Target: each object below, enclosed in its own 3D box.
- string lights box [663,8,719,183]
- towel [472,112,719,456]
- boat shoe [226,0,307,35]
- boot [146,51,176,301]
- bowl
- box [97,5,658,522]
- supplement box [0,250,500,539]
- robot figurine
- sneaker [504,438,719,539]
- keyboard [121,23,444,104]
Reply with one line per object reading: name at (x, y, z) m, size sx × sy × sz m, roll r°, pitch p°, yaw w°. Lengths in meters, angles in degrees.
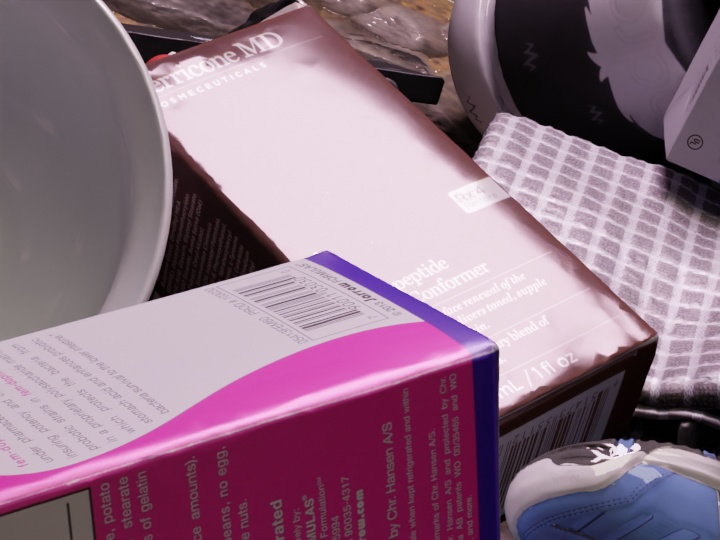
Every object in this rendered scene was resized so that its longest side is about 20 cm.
string lights box at (0.242, -0.058, 1.003) m, size 0.200 × 0.103 × 0.059 m, roll 25°, pitch 22°, yaw -5°
towel at (0.106, 0.017, 0.969) m, size 0.165 × 0.086 × 0.200 m, roll 21°, pitch 29°, yaw 3°
boat shoe at (-0.010, -0.020, 0.977) m, size 0.093 × 0.075 × 0.200 m, roll 36°, pitch 39°, yaw -37°
boot at (-0.139, -0.045, 0.944) m, size 0.144 × 0.073 × 0.200 m, roll 17°, pitch 33°, yaw -2°
bowl at (-0.165, -0.018, 0.813) m, size 0.201 × 0.202 × 0.090 m, roll 20°, pitch -14°, yaw 0°
box at (0.000, 0.000, 0.832) m, size 0.100 × 0.075 × 0.200 m, roll -25°, pitch 55°, yaw -35°
supplement box at (-0.067, 0.075, 0.688) m, size 0.200 × 0.104 × 0.101 m, roll -14°, pitch 24°, yaw -29°
robot figurine at (0.135, -0.116, 1.112) m, size 0.125 × 0.200 × 0.151 m, roll 21°, pitch 66°, yaw -41°
sneaker at (0.125, 0.129, 0.751) m, size 0.200 × 0.076 × 0.077 m, roll 40°, pitch 42°, yaw -15°
keyboard at (-0.061, -0.090, 1.116) m, size 0.199 × 0.040 × 0.104 m, roll 5°, pitch 9°, yaw -22°
